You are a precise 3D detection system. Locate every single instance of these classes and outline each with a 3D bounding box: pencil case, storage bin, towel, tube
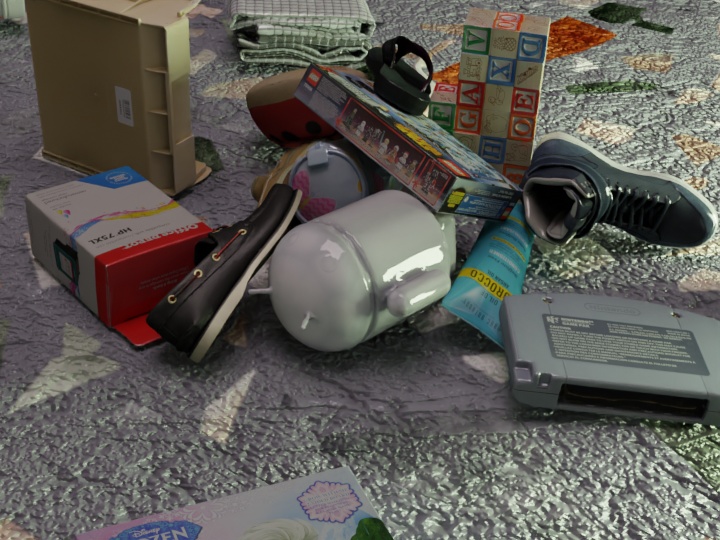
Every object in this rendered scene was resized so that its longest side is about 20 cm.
[{"bbox_3d":[-0.006,-0.099,1.186,0.082,0.092,0.200,7,19,15],"label":"pencil case"},{"bbox_3d":[-0.255,-0.204,1.265,0.197,0.202,0.094,20,35,26],"label":"storage bin"},{"bbox_3d":[-0.087,-0.339,1.624,0.197,0.087,0.166,0,32,-9],"label":"towel"},{"bbox_3d":[0.126,0.003,1.102,0.077,0.051,0.201,31,35,-2],"label":"tube"}]

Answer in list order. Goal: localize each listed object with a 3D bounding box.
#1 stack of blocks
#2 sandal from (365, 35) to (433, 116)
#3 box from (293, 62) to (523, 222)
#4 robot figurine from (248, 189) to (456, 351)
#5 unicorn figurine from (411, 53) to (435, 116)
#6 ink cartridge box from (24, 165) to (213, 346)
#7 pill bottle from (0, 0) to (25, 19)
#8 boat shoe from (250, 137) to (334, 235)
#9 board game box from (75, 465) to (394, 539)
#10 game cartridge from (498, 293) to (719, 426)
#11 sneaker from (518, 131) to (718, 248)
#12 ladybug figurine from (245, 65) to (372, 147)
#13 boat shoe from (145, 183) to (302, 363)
[{"bbox_3d":[0.130,-0.167,1.236,0.113,0.202,0.059,9,31,8],"label":"stack of blocks"},{"bbox_3d":[0.049,-0.206,1.206,0.075,0.048,0.201,27,17,-13],"label":"sandal"},{"bbox_3d":[0.046,-0.120,1.117,0.200,0.040,0.136,42,19,28],"label":"box"},{"bbox_3d":[0.000,0.000,1.031,0.199,0.115,0.168,-24,28,-37],"label":"robot figurine"},{"bbox_3d":[0.092,-0.190,1.391,0.197,0.075,0.138,8,41,-2],"label":"unicorn figurine"},{"bbox_3d":[-0.212,-0.018,1.087,0.115,0.068,0.199,-21,39,-35],"label":"ink cartridge box"},{"bbox_3d":[-0.569,-0.384,1.625,0.197,0.113,0.112,-9,32,-18],"label":"pill bottle"},{"bbox_3d":[-0.078,-0.080,1.217,0.075,0.073,0.200,-4,20,16],"label":"boat shoe"},{"bbox_3d":[-0.060,0.218,0.731,0.197,0.042,0.200,-11,33,-22],"label":"board game box"},{"bbox_3d":[0.218,0.071,0.995,0.197,0.042,0.134,7,27,-4],"label":"game cartridge"},{"bbox_3d":[0.250,-0.057,1.153,0.200,0.078,0.146,24,28,9],"label":"sneaker"},{"bbox_3d":[-0.056,-0.180,1.315,0.134,0.073,0.200,-4,0,-22],"label":"ladybug figurine"},{"bbox_3d":[-0.113,-0.012,1.028,0.063,0.074,0.202,35,54,-3],"label":"boat shoe"}]
